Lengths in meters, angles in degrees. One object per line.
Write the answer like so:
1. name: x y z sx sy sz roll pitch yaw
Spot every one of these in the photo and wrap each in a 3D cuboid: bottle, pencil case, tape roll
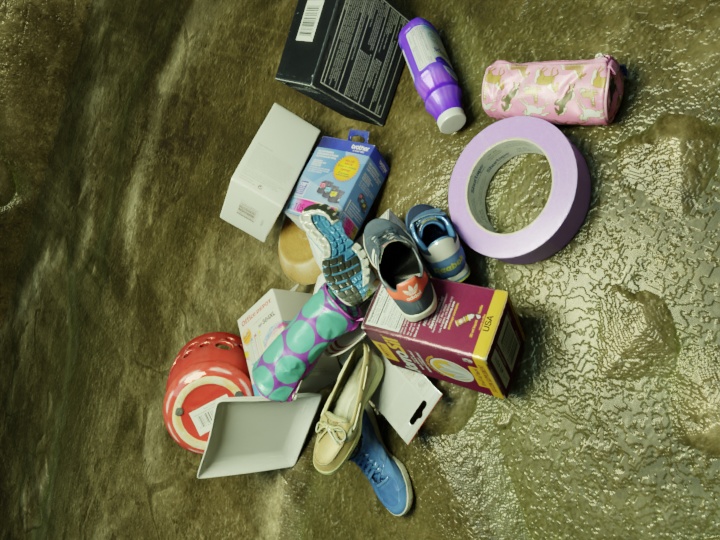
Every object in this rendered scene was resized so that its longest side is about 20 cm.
1. bottle: 0.125 -0.327 0.882 0.065 0.082 0.205 -31 63 32
2. pencil case: 0.268 -0.257 0.745 0.197 0.082 0.089 17 93 42
3. pencil case: -0.085 0.119 0.844 0.092 0.085 0.201 44 102 17
4. tape roll: 0.228 -0.115 0.768 0.196 0.065 0.207 -9 77 39

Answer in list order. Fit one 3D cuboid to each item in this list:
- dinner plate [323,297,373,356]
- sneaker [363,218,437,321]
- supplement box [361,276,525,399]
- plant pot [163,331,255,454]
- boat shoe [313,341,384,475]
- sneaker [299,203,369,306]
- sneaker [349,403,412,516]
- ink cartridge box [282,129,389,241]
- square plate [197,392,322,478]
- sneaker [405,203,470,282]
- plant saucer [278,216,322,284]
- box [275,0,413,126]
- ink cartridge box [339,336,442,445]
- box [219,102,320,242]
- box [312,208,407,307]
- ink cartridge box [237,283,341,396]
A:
1. dinner plate: 0.004 0.067 0.901 0.200 0.024 0.201 -44 18 18
2. sneaker: 0.047 -0.026 0.736 0.074 0.085 0.202 -31 45 1
3. supplement box: 0.121 0.089 0.756 0.196 0.131 0.105 10 63 36
4. plant pot: -0.290 0.241 1.036 0.182 0.195 0.206 -145 70 -78
5. boat shoe: -0.026 0.214 0.823 0.072 0.063 0.204 14 66 36
6. sneaker: -0.036 -0.015 0.838 0.073 0.088 0.203 -19 52 -10
7. sneaker: 0.004 0.312 0.863 0.077 0.110 0.203 -43 58 26
8. ink cartridge box: -0.037 -0.164 0.971 0.134 0.076 0.204 17 72 34
9. square plate: -0.186 0.296 0.956 0.029 0.195 0.202 56 133 47
10. sneaker: 0.113 -0.061 0.816 0.073 0.083 0.202 -28 35 5
11. plant saucer: -0.096 -0.075 1.034 0.196 0.035 0.206 -15 61 29
12. box: -0.024 -0.400 0.950 0.122 0.196 0.205 26 99 42
13. ink cartridge box: 0.057 0.176 0.881 0.200 0.050 0.110 45 111 36
14. box: -0.178 -0.190 1.027 0.152 0.104 0.204 -44 21 59
15. box: 0.000 0.000 0.910 0.199 0.060 0.118 -42 19 23
16. ink cartridge box: -0.144 0.137 1.014 0.128 0.124 0.204 -37 61 30
